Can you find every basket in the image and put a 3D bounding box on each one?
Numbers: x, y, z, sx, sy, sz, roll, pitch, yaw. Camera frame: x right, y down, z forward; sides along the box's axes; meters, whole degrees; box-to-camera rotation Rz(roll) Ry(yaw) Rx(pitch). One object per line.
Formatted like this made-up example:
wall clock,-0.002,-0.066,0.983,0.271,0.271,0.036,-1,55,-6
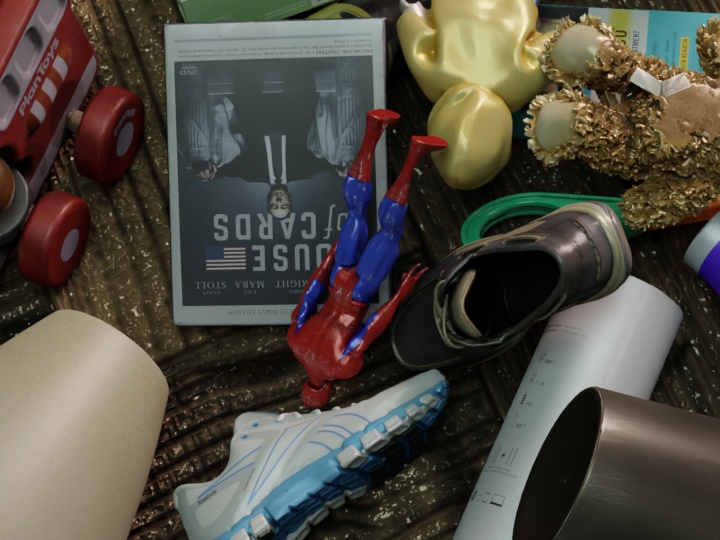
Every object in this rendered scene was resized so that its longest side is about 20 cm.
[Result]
basket,0.200,0.156,1.109,0.199,0.136,0.181,25,82,-8

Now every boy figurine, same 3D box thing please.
boy figurine,0.084,-0.147,1.256,0.123,0.064,0.201,3,72,5

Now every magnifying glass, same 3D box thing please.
magnifying glass,0.164,-0.032,1.268,0.199,0.023,0.080,-12,35,-2

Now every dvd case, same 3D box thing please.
dvd case,-0.054,-0.064,1.277,0.149,0.025,0.202,-1,94,7

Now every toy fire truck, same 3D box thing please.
toy fire truck,-0.235,-0.087,1.275,0.112,0.168,0.201,21,74,15

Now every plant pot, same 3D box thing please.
plant pot,-0.211,0.128,1.202,0.186,0.188,0.201,25,62,15

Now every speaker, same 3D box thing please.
speaker,0.130,0.099,1.206,0.081,0.081,0.201,21,74,14

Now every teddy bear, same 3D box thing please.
teddy bear,0.200,-0.090,1.216,0.198,0.067,0.146,0,69,-8

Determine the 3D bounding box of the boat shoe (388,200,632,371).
boat shoe,0.076,0.013,1.193,0.073,0.200,0.075,-15,77,-44

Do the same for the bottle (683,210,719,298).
bottle,0.293,0.039,1.213,0.084,0.065,0.200,-46,71,-5

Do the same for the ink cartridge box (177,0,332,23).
ink cartridge box,-0.071,-0.251,1.371,0.145,0.048,0.201,-20,41,1

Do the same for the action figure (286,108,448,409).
action figure,0.000,0.000,1.234,0.065,0.052,0.201,30,109,25

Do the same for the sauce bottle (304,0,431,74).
sauce bottle,-0.008,-0.156,1.324,0.199,0.066,0.066,-32,69,-3

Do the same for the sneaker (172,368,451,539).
sneaker,-0.035,0.112,1.230,0.199,0.075,0.087,-34,64,-6

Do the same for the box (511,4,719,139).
box,0.168,-0.131,1.301,0.198,0.049,0.083,4,71,9
